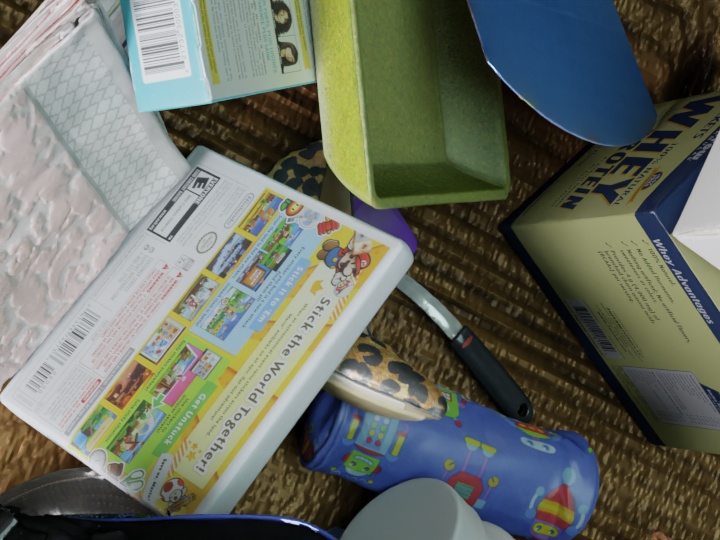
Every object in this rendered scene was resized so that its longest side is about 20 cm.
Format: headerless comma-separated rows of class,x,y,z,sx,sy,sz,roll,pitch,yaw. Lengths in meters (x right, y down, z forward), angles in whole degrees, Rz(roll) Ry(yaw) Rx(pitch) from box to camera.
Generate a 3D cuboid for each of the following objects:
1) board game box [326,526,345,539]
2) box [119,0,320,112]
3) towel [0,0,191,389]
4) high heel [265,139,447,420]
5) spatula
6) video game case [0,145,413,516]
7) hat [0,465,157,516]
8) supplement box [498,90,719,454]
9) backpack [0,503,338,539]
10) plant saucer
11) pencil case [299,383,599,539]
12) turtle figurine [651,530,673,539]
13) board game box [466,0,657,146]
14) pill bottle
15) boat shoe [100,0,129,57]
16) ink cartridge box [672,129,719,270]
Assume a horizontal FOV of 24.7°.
board game box,-0.036,0.287,1.035,0.150,0.037,0.202,-26,98,-20
box,-0.063,-0.145,0.958,0.200,0.049,0.083,-23,106,-62
towel,-0.183,-0.035,0.905,0.032,0.200,0.191,34,77,22
high heel,0.000,0.000,0.980,0.143,0.199,0.071,-57,144,-9
spatula,0.051,0.031,1.082,0.057,0.021,0.200,-46,106,-18
video game case,-0.092,0.035,0.951,0.201,0.181,0.023,-53,141,-14
hat,-0.161,0.211,0.955,0.198,0.081,0.203,-1,79,4
supplement box,0.231,0.004,1.058,0.134,0.199,0.201,-41,104,-17
backpack,-0.087,0.215,0.818,0.198,0.148,0.184,-5,52,3
plant saucer,0.025,-0.140,1.019,0.199,0.047,0.202,-8,93,-61
pencil case,0.057,0.114,1.053,0.198,0.087,0.078,21,123,-20
turtle figurine,0.219,0.278,1.095,0.161,0.064,0.202,13,68,-52
board game box,0.107,-0.156,1.050,0.157,0.039,0.202,8,56,-41
pill bottle,0.075,0.229,1.017,0.114,0.114,0.200,-48,120,-15
boat shoe,-0.150,-0.152,0.976,0.066,0.073,0.201,30,79,-19
ink cartridge box,0.298,-0.071,0.901,0.146,0.144,0.201,32,76,-18
